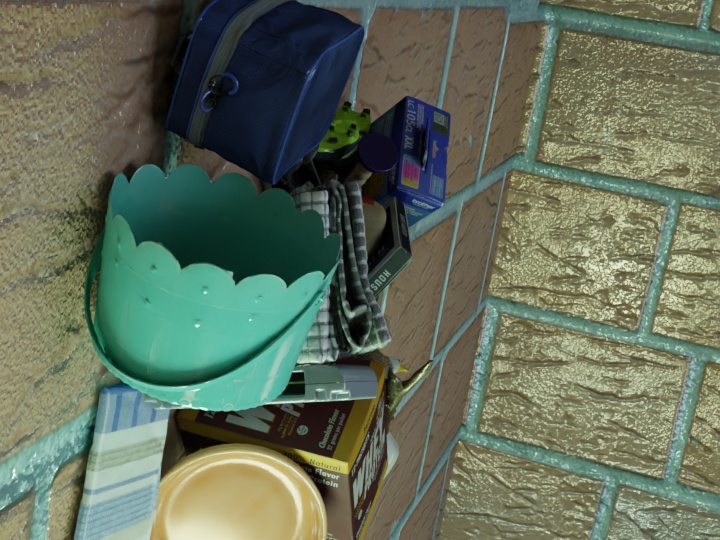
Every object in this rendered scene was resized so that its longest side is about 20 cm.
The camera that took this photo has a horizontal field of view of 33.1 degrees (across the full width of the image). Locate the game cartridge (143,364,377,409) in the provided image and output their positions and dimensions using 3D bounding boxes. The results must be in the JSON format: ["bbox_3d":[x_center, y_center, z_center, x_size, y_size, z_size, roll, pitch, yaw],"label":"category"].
[{"bbox_3d":[-0.090,0.111,1.164,0.133,0.198,0.041,28,59,-72],"label":"game cartridge"}]

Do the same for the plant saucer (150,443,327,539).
[{"bbox_3d":[-0.135,0.267,1.267,0.037,0.198,0.202,-117,-146,-68],"label":"plant saucer"}]

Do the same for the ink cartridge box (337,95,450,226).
[{"bbox_3d":[0.047,-0.130,1.559,0.200,0.076,0.137,-30,-132,52],"label":"ink cartridge box"}]

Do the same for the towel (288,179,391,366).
[{"bbox_3d":[-0.045,0.009,1.164,0.200,0.085,0.167,161,-74,-67],"label":"towel"}]

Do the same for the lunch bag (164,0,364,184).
[{"bbox_3d":[-0.096,-0.176,1.101,0.137,0.132,0.200,-67,173,26],"label":"lunch bag"}]

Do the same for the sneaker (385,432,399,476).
[{"bbox_3d":[-0.022,0.270,1.560,0.201,0.073,0.116,-63,149,-29],"label":"sneaker"}]

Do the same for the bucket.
[{"bbox_3d":[-0.127,0.013,1.014,0.207,0.206,0.136,-46,155,-64],"label":"bucket"}]

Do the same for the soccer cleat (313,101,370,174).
[{"bbox_3d":[-0.033,-0.153,1.509,0.200,0.067,0.082,-46,156,-66],"label":"soccer cleat"}]

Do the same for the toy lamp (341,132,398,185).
[{"bbox_3d":[-0.017,-0.101,1.496,0.200,0.058,0.058,-49,-164,57],"label":"toy lamp"}]

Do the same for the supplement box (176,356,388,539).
[{"bbox_3d":[-0.080,0.193,1.363,0.201,0.196,0.133,87,21,-48],"label":"supplement box"}]

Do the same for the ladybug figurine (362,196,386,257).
[{"bbox_3d":[-0.037,-0.038,1.417,0.136,0.072,0.200,-51,-168,-10],"label":"ladybug figurine"}]

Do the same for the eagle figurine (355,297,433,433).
[{"bbox_3d":[-0.001,0.102,1.511,0.151,0.201,0.151,-32,144,1],"label":"eagle figurine"}]

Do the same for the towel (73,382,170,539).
[{"bbox_3d":[-0.228,0.201,1.147,0.147,0.024,0.202,-2,103,-73],"label":"towel"}]

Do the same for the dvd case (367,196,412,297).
[{"bbox_3d":[0.000,0.000,1.406,0.150,0.025,0.200,-47,-168,14],"label":"dvd case"}]

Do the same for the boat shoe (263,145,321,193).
[{"bbox_3d":[-0.076,-0.133,1.340,0.200,0.066,0.075,85,21,-54],"label":"boat shoe"}]
